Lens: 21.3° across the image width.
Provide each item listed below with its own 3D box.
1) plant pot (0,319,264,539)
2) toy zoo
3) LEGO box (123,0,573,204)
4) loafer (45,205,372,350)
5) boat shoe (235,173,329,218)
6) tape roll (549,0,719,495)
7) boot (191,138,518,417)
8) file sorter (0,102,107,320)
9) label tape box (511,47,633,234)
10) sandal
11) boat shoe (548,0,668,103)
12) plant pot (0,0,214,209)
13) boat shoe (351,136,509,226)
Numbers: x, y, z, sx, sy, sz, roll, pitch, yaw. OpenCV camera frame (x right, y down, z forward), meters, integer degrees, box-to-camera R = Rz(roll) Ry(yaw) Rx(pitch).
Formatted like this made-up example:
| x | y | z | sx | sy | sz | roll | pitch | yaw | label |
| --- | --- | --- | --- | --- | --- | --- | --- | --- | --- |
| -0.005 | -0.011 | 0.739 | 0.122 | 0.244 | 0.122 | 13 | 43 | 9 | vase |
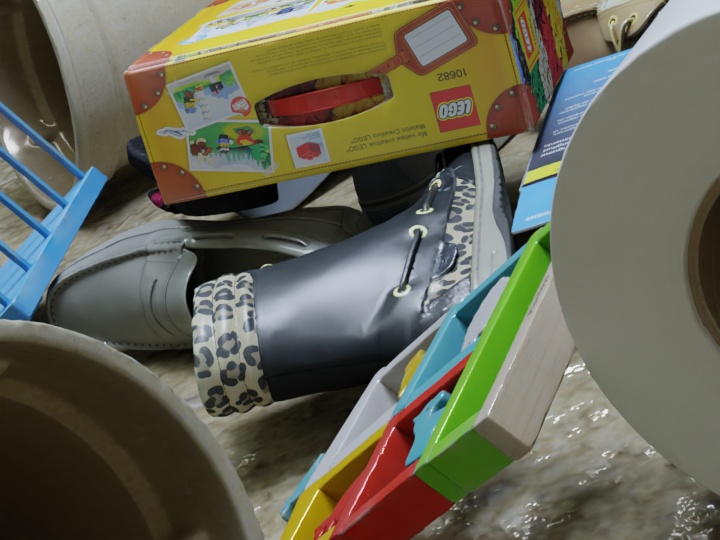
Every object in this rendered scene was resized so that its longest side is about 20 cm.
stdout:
| x | y | z | sx | sy | sz | roll | pitch | yaw | label |
| --- | --- | --- | --- | --- | --- | --- | --- | --- | --- |
| -0.163 | 0.130 | 0.674 | 0.183 | 0.201 | 0.200 | -16 | 19 | 50 | plant pot |
| 0.023 | 0.059 | 0.735 | 0.200 | 0.020 | 0.131 | -45 | 11 | 46 | toy zoo |
| -0.001 | -0.111 | 1.008 | 0.200 | 0.077 | 0.149 | -10 | 19 | 19 | LEGO box |
| -0.087 | 0.007 | 1.028 | 0.200 | 0.070 | 0.070 | -14 | 14 | 23 | loafer |
| -0.020 | -0.103 | 1.237 | 0.202 | 0.075 | 0.086 | -41 | 23 | -17 | boat shoe |
| 0.180 | -0.028 | 0.643 | 0.202 | 0.203 | 0.139 | -10 | 25 | 33 | tape roll |
| 0.000 | -0.001 | 0.921 | 0.153 | 0.074 | 0.204 | -10 | 26 | 5 | boot |
| -0.253 | -0.007 | 1.103 | 0.139 | 0.123 | 0.200 | -46 | 13 | 21 | file sorter |
| 0.161 | -0.056 | 0.929 | 0.143 | 0.066 | 0.200 | -16 | 24 | 21 | label tape box |
| -0.090 | -0.049 | 1.099 | 0.075 | 0.045 | 0.200 | -12 | 19 | -9 | sandal |
| 0.173 | -0.136 | 1.095 | 0.200 | 0.074 | 0.066 | -15 | 17 | 22 | boat shoe |
| -0.163 | -0.164 | 1.374 | 0.183 | 0.201 | 0.200 | -21 | 17 | -26 | plant pot |
| 0.046 | -0.100 | 1.144 | 0.070 | 0.072 | 0.201 | -11 | 24 | 30 | boat shoe |
